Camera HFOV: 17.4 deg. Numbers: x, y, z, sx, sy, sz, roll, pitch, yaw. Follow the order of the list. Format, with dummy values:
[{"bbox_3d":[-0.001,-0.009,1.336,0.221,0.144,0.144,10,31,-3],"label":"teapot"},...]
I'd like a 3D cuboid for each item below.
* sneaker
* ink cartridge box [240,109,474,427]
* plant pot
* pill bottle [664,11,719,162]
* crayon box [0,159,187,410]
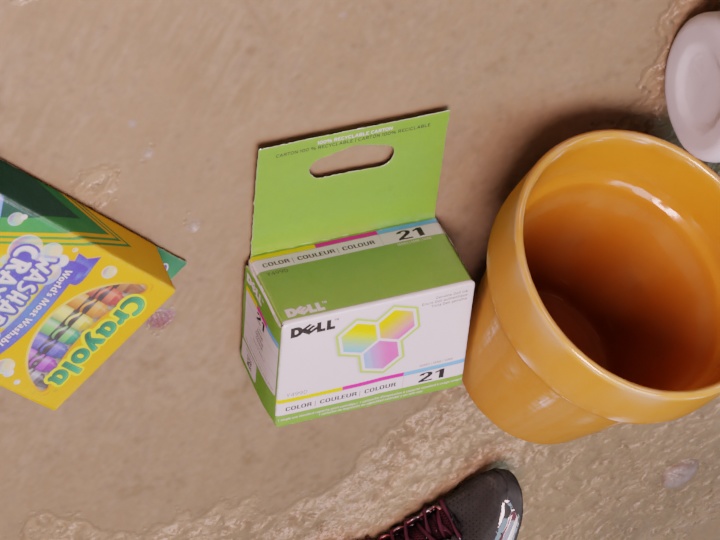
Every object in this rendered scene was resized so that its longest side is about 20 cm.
[{"bbox_3d":[0.035,0.226,1.862,0.115,0.076,0.200,20,120,-36],"label":"sneaker"},{"bbox_3d":[0.000,0.000,1.620,0.147,0.076,0.201,-12,137,-18],"label":"ink cartridge box"},{"bbox_3d":[0.160,0.031,1.656,0.199,0.201,0.183,-3,157,-26],"label":"plant pot"},{"bbox_3d":[0.320,-0.132,1.645,0.199,0.104,0.105,-5,133,-24],"label":"pill bottle"},{"bbox_3d":[-0.213,0.014,1.538,0.126,0.052,0.200,-44,136,16],"label":"crayon box"}]
